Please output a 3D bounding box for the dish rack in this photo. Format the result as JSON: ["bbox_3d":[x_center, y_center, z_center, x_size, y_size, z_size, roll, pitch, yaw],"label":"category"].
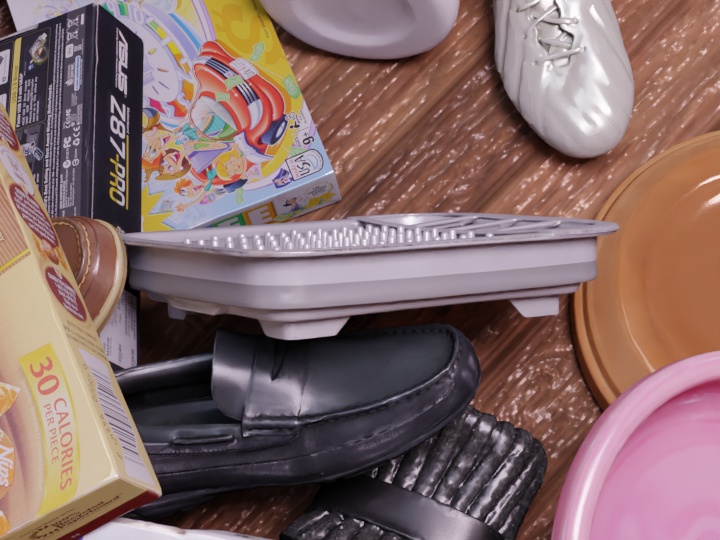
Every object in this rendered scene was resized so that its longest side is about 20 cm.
[{"bbox_3d":[0.000,0.000,0.745,0.199,0.171,0.044,-4,96,-32],"label":"dish rack"}]

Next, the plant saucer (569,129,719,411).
[{"bbox_3d":[0.204,0.013,0.800,0.199,0.037,0.201,-3,66,6],"label":"plant saucer"}]

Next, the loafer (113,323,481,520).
[{"bbox_3d":[-0.046,0.058,0.721,0.200,0.071,0.068,-15,33,10],"label":"loafer"}]

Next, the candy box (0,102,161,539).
[{"bbox_3d":[-0.175,0.028,0.671,0.115,0.055,0.201,-27,69,3],"label":"candy box"}]

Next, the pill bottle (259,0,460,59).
[{"bbox_3d":[0.015,-0.227,0.886,0.112,0.112,0.201,8,68,10],"label":"pill bottle"}]

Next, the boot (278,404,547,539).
[{"bbox_3d":[-0.029,0.125,0.752,0.210,0.079,0.159,14,75,1],"label":"boot"}]

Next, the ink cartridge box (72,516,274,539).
[{"bbox_3d":[-0.036,0.213,0.670,0.199,0.047,0.199,10,82,2],"label":"ink cartridge box"}]

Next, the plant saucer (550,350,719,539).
[{"bbox_3d":[0.163,0.137,0.705,0.200,0.051,0.202,5,77,-23],"label":"plant saucer"}]

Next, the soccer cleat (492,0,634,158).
[{"bbox_3d":[0.100,-0.156,0.863,0.069,0.078,0.201,-11,66,2],"label":"soccer cleat"}]

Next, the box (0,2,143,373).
[{"bbox_3d":[-0.187,-0.021,0.823,0.161,0.049,0.201,-15,64,23],"label":"box"}]

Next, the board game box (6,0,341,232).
[{"bbox_3d":[-0.108,-0.104,0.888,0.134,0.034,0.201,-22,66,-3],"label":"board game box"}]

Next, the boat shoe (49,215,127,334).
[{"bbox_3d":[-0.198,0.027,0.740,0.199,0.068,0.072,-23,62,22],"label":"boat shoe"}]
